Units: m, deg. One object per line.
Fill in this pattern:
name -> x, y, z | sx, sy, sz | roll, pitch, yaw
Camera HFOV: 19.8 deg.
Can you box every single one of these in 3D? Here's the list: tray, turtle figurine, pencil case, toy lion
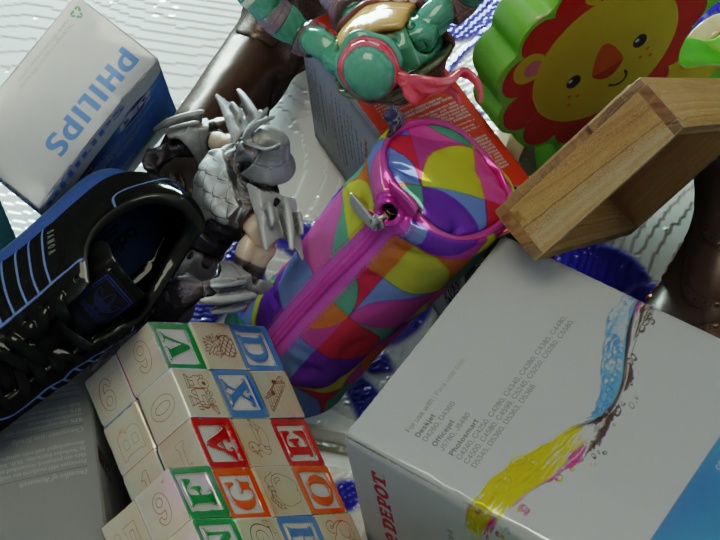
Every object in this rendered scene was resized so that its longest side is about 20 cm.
tray -> 0.143, -0.057, 1.080 | 0.099, 0.200, 0.037 | -43, 79, 19
turtle figurine -> 0.009, -0.137, 1.092 | 0.149, 0.101, 0.200 | -3, 18, 8
pencil case -> 0.000, 0.000, 1.094 | 0.088, 0.200, 0.089 | 17, 50, -21
toy lion -> 0.155, -0.127, 1.171 | 0.199, 0.192, 0.069 | -28, 56, -13

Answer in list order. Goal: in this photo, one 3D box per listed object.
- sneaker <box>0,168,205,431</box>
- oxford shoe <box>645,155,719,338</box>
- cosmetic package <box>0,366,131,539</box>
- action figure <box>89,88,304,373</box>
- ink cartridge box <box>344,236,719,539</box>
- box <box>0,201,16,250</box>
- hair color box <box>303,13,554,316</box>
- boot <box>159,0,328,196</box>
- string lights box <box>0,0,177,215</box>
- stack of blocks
sneaker -> -0.160, 0.024, 1.031 | 0.200, 0.070, 0.078 | -50, 30, -19
oxford shoe -> 0.189, 0.004, 1.147 | 0.072, 0.071, 0.201 | -10, 45, 18
cosmetic package -> -0.155, 0.161, 1.055 | 0.090, 0.107, 0.201 | -15, 54, -1
action figure -> -0.090, -0.013, 1.119 | 0.069, 0.200, 0.131 | 16, 42, -24
ink cartridge box -> 0.118, 0.112, 1.024 | 0.199, 0.147, 0.146 | 27, 62, 25
box -> -0.226, 0.005, 1.123 | 0.082, 0.200, 0.049 | 12, 56, 19
hair color box -> 0.038, -0.058, 1.194 | 0.061, 0.102, 0.200 | -24, 54, -13
boot -> -0.066, -0.135, 1.220 | 0.064, 0.187, 0.200 | 23, 56, 18
string lights box -> -0.159, -0.080, 1.165 | 0.059, 0.200, 0.103 | 38, 85, 1
stack of blocks -> -0.066, 0.125, 1.031 | 0.059, 0.115, 0.201 | -41, 62, 31
